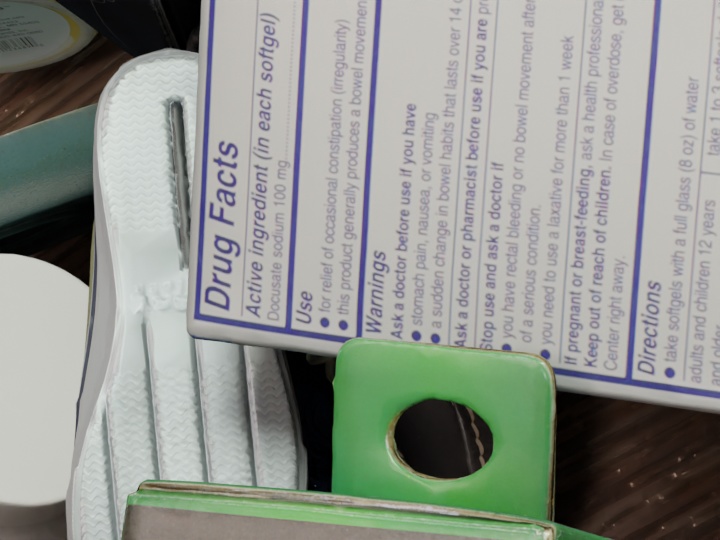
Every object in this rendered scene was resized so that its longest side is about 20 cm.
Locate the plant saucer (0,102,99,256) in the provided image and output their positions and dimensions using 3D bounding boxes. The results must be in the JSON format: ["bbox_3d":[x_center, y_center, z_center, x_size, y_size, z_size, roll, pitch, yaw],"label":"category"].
[{"bbox_3d":[-0.131,-0.019,0.983,0.200,0.200,0.027,-23,87,39],"label":"plant saucer"}]

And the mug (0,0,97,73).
[{"bbox_3d":[-0.138,-0.165,1.069,0.187,0.149,0.153,-27,63,54],"label":"mug"}]

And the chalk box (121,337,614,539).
[{"bbox_3d":[0.014,0.120,0.725,0.125,0.124,0.200,4,80,29],"label":"chalk box"}]

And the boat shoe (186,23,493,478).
[{"bbox_3d":[0.000,0.000,0.890,0.074,0.060,0.200,-48,56,51],"label":"boat shoe"}]

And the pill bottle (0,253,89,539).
[{"bbox_3d":[-0.152,0.070,0.969,0.200,0.113,0.113,-40,46,55],"label":"pill bottle"}]

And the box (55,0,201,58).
[{"bbox_3d":[-0.105,-0.179,0.917,0.200,0.197,0.124,36,85,8],"label":"box"}]

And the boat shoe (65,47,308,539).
[{"bbox_3d":[-0.052,0.033,0.866,0.062,0.072,0.200,103,168,-78],"label":"boat shoe"}]

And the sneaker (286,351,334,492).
[{"bbox_3d":[-0.024,0.082,0.913,0.078,0.070,0.200,-55,40,29],"label":"sneaker"}]

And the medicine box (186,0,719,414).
[{"bbox_3d":[0.063,-0.065,0.762,0.200,0.103,0.182,8,100,24],"label":"medicine box"}]
